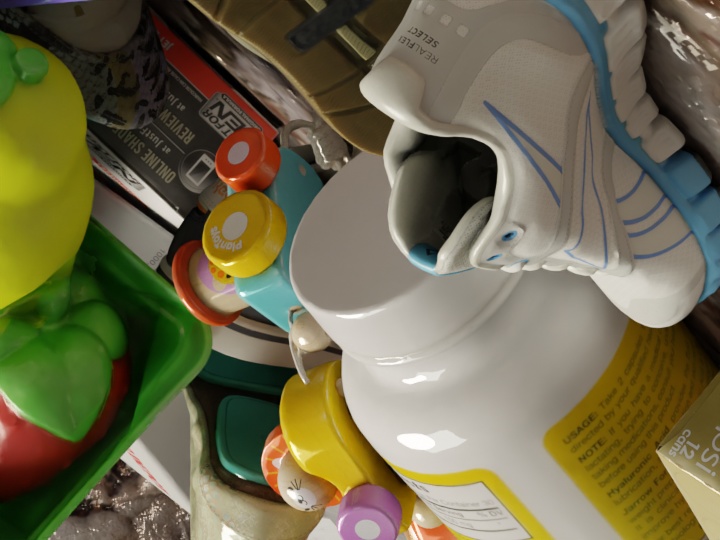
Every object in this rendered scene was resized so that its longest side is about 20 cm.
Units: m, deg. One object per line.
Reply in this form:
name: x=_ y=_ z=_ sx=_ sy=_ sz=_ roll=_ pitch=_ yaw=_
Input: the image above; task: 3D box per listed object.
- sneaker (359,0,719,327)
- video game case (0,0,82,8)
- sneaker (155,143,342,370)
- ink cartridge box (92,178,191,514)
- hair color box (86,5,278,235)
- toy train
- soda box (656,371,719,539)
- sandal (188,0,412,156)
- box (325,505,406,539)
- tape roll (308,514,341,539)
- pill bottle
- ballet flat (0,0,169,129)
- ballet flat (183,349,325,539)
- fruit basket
sneaker: x=0.047 y=-0.027 z=0.770 sx=0.075 sy=0.087 sz=0.200 roll=31 pitch=167 yaw=35
video game case: x=-0.189 y=-0.170 z=0.922 sx=0.199 sy=0.046 sz=0.182 roll=1 pitch=134 yaw=45
sneaker: x=0.000 y=0.000 z=1.097 sx=0.078 sy=0.080 sz=0.200 roll=36 pitch=-167 yaw=30
ink cartridge box: x=-0.134 y=0.011 z=1.234 sx=0.200 sy=0.085 sz=0.145 roll=34 pitch=168 yaw=25
hair color box: x=-0.111 y=-0.068 z=1.224 sx=0.101 sy=0.061 sz=0.200 roll=44 pitch=170 yaw=-10
toy train: x=-0.006 y=0.037 z=0.992 sx=0.201 sy=0.055 sz=0.150 roll=66 pitch=-157 yaw=-3
soda box: x=0.169 y=0.098 z=0.898 sx=0.068 sy=0.064 sz=0.200 roll=33 pitch=167 yaw=37
sandal: x=-0.016 y=-0.102 z=0.760 sx=0.054 sy=0.080 sz=0.200 roll=59 pitch=-174 yaw=34
box: x=0.079 y=0.138 z=1.145 sx=0.158 sy=0.048 sz=0.200 roll=16 pitch=155 yaw=40
tape roll: x=0.027 y=0.141 z=1.343 sx=0.199 sy=0.066 sz=0.201 roll=14 pitch=154 yaw=7
pill bottle: x=0.062 y=0.043 z=0.924 sx=0.111 sy=0.111 sz=0.200 roll=27 pitch=163 yaw=52
ballet flat: x=-0.136 y=-0.133 z=1.056 sx=0.200 sy=0.072 sz=0.072 roll=45 pitch=169 yaw=-24
ballet flat: x=-0.047 y=0.072 z=1.071 sx=0.067 sy=0.063 sz=0.200 roll=15 pitch=-161 yaw=-3
fruit basket: x=-0.159 y=-0.001 z=0.981 sx=0.215 sy=0.156 sz=0.216 roll=40 pitch=167 yaw=11
